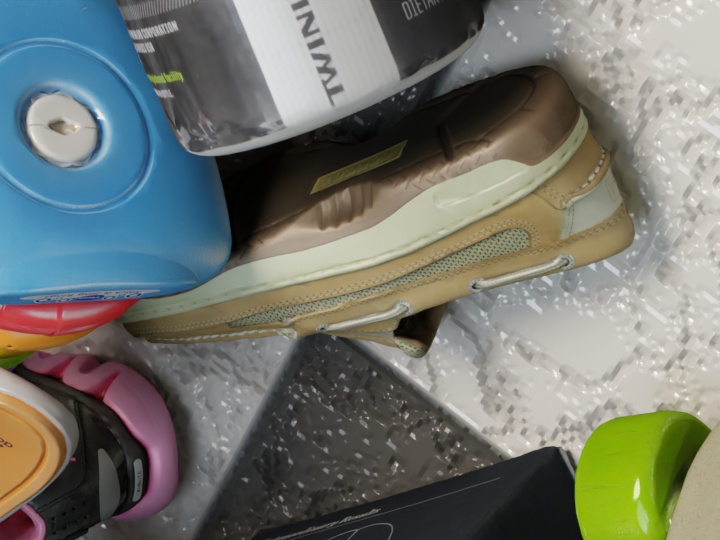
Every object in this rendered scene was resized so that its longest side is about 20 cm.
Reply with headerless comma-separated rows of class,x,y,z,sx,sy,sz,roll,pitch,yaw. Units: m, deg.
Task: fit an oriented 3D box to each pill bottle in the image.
pill bottle,-0.045,-0.145,0.744,0.106,0.106,0.201,-13,106,37

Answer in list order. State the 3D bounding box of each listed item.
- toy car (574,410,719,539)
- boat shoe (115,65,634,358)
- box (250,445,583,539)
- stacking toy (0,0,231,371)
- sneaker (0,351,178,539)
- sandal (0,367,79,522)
toy car,0.174,0.138,0.758,0.164,0.158,0.200,-12,135,40
boat shoe,0.000,0.000,0.819,0.199,0.072,0.076,-16,120,39
box,-0.009,0.163,0.817,0.148,0.200,0.107,-21,102,39
stacking toy,-0.137,-0.002,0.833,0.200,0.116,0.110,-42,57,51
sneaker,-0.171,0.062,0.940,0.199,0.095,0.079,13,121,29
sandal,-0.168,0.092,0.842,0.079,0.059,0.207,32,142,-15
